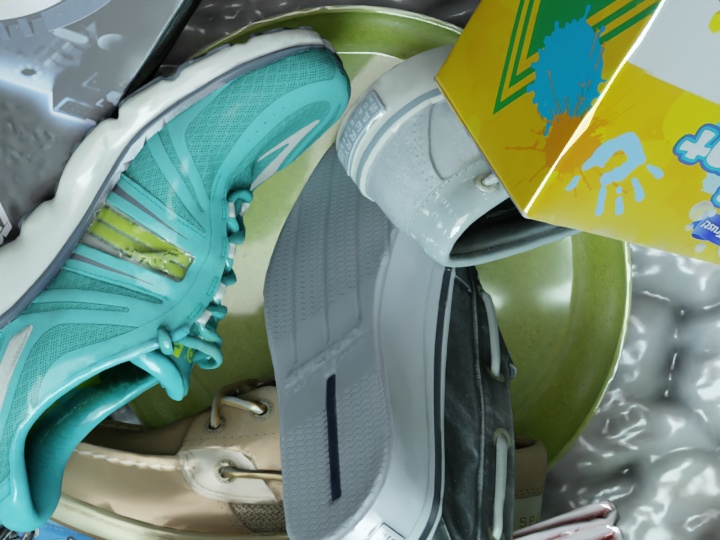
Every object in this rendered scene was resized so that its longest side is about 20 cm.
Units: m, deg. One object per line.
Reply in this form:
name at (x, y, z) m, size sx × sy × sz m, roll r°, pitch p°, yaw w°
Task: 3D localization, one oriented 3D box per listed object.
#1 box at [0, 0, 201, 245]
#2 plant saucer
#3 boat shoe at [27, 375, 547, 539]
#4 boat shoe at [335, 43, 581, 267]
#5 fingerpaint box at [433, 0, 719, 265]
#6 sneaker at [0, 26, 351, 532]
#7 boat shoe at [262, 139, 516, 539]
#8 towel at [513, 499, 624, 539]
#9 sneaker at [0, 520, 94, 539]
box at (-0.147, -0.105, 0.830) m, size 0.163 × 0.086 × 0.200 m, roll 34°, pitch 107°, yaw -4°
plant saucer at (0.000, 0.000, 0.869) m, size 0.199 × 0.031 × 0.201 m, roll 2°, pitch 105°, yaw 7°
boat shoe at (-0.034, 0.068, 0.845) m, size 0.199 × 0.071 × 0.065 m, roll 10°, pitch 101°, yaw -4°
boat shoe at (0.086, -0.038, 0.772) m, size 0.072 × 0.200 × 0.070 m, roll 57°, pitch 140°, yaw 26°
fingerpaint box at (0.149, -0.080, 0.678) m, size 0.199 × 0.073 × 0.167 m, roll 12°, pitch 122°, yaw -34°
sneaker at (-0.070, 0.004, 0.801) m, size 0.200 × 0.078 × 0.080 m, roll -48°, pitch 64°, yaw 0°
boat shoe at (0.014, 0.030, 0.775) m, size 0.072 × 0.201 × 0.071 m, roll -31°, pitch 127°, yaw 32°
towel at (0.000, 0.162, 0.821) m, size 0.190 × 0.200 × 0.032 m, roll -18°, pitch 60°, yaw -10°
sneaker at (-0.110, 0.124, 0.887) m, size 0.078 × 0.090 × 0.200 m, roll -35°, pitch 98°, yaw 15°
